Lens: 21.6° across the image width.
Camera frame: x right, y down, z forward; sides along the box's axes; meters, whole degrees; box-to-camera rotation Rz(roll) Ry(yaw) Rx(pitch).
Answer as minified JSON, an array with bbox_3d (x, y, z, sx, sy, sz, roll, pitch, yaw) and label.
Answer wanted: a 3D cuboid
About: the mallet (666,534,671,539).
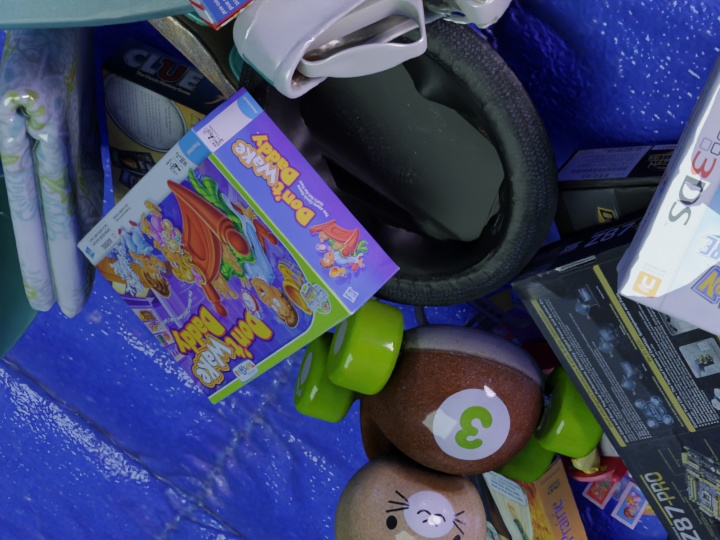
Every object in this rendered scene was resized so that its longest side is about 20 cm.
[{"bbox_3d":[0.181,0.198,1.306,0.200,0.041,0.066,-6,125,46],"label":"mallet"}]

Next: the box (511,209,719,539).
[{"bbox_3d":[0.200,0.058,1.045,0.161,0.049,0.200,-22,107,41],"label":"box"}]

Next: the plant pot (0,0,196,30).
[{"bbox_3d":[-0.118,-0.208,1.036,0.200,0.141,0.141,4,108,16],"label":"plant pot"}]

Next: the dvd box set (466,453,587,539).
[{"bbox_3d":[0.107,0.188,1.319,0.146,0.029,0.200,24,142,49],"label":"dvd box set"}]

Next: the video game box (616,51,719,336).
[{"bbox_3d":[0.251,-0.034,0.922,0.200,0.047,0.182,22,113,2],"label":"video game box"}]

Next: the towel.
[{"bbox_3d":[-0.195,-0.093,1.212,0.048,0.171,0.200,-2,136,-2],"label":"towel"}]

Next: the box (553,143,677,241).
[{"bbox_3d":[0.224,0.021,1.070,0.198,0.050,0.200,1,123,38],"label":"box"}]

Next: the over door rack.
[{"bbox_3d":[0.000,0.000,1.198,0.200,0.067,0.148,25,148,-11],"label":"over door rack"}]

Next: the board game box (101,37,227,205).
[{"bbox_3d":[-0.104,-0.052,1.271,0.135,0.035,0.200,26,144,16],"label":"board game box"}]

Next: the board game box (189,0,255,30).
[{"bbox_3d":[-0.037,-0.239,0.927,0.152,0.200,0.046,55,177,-18],"label":"board game box"}]

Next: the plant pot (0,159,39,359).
[{"bbox_3d":[-0.341,-0.026,1.380,0.161,0.201,0.201,36,143,24],"label":"plant pot"}]

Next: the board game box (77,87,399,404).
[{"bbox_3d":[-0.078,-0.008,1.109,0.134,0.045,0.200,49,148,-3],"label":"board game box"}]

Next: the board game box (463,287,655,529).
[{"bbox_3d":[0.145,0.097,1.227,0.200,0.039,0.158,32,141,8],"label":"board game box"}]

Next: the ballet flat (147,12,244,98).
[{"bbox_3d":[-0.078,-0.142,1.163,0.200,0.068,0.067,45,161,0],"label":"ballet flat"}]

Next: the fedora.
[{"bbox_3d":[0.031,-0.081,1.086,0.200,0.092,0.201,10,117,21],"label":"fedora"}]

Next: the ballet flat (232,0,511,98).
[{"bbox_3d":[0.033,-0.143,0.971,0.069,0.200,0.069,155,90,-86],"label":"ballet flat"}]

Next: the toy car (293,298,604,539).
[{"bbox_3d":[0.037,0.142,1.124,0.164,0.200,0.158,18,159,-11],"label":"toy car"}]
